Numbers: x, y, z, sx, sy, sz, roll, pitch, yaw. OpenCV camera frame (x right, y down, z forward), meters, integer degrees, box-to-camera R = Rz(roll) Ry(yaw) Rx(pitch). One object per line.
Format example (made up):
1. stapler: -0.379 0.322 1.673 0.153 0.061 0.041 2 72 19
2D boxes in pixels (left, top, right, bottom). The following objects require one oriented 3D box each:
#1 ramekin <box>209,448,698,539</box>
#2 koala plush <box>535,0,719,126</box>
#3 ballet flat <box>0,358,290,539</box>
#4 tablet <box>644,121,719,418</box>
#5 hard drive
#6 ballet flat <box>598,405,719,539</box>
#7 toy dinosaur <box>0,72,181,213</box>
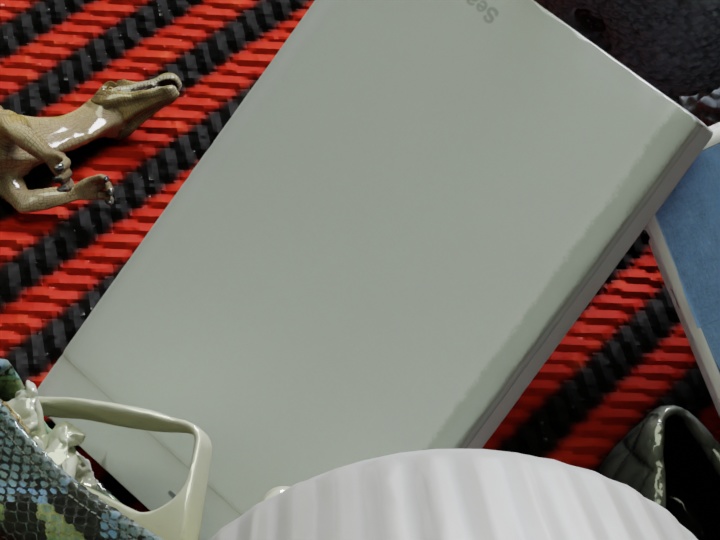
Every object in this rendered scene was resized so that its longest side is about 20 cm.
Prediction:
1. ramekin: 0.024 0.136 0.679 0.201 0.203 0.094 5 32 -9
2. koala plush: 0.133 -0.099 0.895 0.200 0.184 0.178 39 26 -12
3. ballet flat: -0.050 0.083 0.783 0.199 0.075 0.074 26 44 18
4. tablet: 0.196 -0.016 0.835 0.199 0.131 0.014 -24 17 0
5. hard drive: 0.000 0.000 0.831 0.132 0.200 0.026 39 6 25
6. ballet flat: 0.120 0.127 0.805 0.066 0.057 0.200 -11 48 -22
7. toy dinosaur: -0.159 -0.047 0.934 0.199 0.058 0.101 6 28 -20
